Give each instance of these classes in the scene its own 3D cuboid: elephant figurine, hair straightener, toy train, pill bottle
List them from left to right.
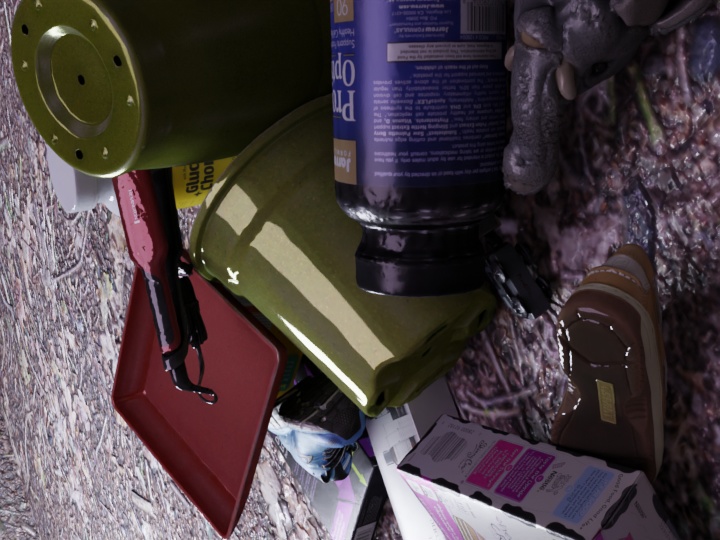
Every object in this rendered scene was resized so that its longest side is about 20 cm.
[{"bbox_3d":[-0.199,-0.115,0.996,0.111,0.197,0.114,29,126,50],"label":"pill bottle"},{"bbox_3d":[-0.140,0.005,0.787,0.040,0.077,0.204,-20,85,18],"label":"hair straightener"},{"bbox_3d":[0.037,-0.091,0.631,0.111,0.110,0.204,15,109,56],"label":"pill bottle"},{"bbox_3d":[0.072,-0.053,0.715,0.202,0.034,0.046,58,169,-1],"label":"toy train"},{"bbox_3d":[0.125,-0.167,0.555,0.201,0.152,0.144,57,-154,-47],"label":"elephant figurine"}]

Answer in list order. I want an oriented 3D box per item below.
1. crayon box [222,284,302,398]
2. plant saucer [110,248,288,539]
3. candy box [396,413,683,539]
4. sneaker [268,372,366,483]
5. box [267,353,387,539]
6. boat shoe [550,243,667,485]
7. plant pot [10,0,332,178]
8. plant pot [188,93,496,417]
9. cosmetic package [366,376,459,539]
[{"bbox_3d":[-0.110,0.052,0.968,0.051,0.124,0.203,38,117,43],"label":"crayon box"},{"bbox_3d":[-0.138,0.092,0.874,0.199,0.036,0.203,39,125,34],"label":"plant saucer"},{"bbox_3d":[0.128,0.180,0.679,0.137,0.061,0.199,55,156,-21],"label":"candy box"},{"bbox_3d":[-0.026,0.141,0.899,0.091,0.078,0.200,55,164,-2],"label":"sneaker"},{"bbox_3d":[-0.038,0.169,1.025,0.201,0.036,0.145,52,141,39],"label":"box"},{"bbox_3d":[0.164,0.069,0.626,0.071,0.076,0.202,20,142,25],"label":"boat shoe"},{"bbox_3d":[-0.135,-0.158,0.719,0.198,0.192,0.204,18,123,30],"label":"plant pot"},{"bbox_3d":[0.000,0.000,0.775,0.185,0.199,0.202,49,141,21],"label":"plant pot"},{"bbox_3d":[0.053,0.162,0.857,0.082,0.050,0.203,-39,67,58],"label":"cosmetic package"}]
